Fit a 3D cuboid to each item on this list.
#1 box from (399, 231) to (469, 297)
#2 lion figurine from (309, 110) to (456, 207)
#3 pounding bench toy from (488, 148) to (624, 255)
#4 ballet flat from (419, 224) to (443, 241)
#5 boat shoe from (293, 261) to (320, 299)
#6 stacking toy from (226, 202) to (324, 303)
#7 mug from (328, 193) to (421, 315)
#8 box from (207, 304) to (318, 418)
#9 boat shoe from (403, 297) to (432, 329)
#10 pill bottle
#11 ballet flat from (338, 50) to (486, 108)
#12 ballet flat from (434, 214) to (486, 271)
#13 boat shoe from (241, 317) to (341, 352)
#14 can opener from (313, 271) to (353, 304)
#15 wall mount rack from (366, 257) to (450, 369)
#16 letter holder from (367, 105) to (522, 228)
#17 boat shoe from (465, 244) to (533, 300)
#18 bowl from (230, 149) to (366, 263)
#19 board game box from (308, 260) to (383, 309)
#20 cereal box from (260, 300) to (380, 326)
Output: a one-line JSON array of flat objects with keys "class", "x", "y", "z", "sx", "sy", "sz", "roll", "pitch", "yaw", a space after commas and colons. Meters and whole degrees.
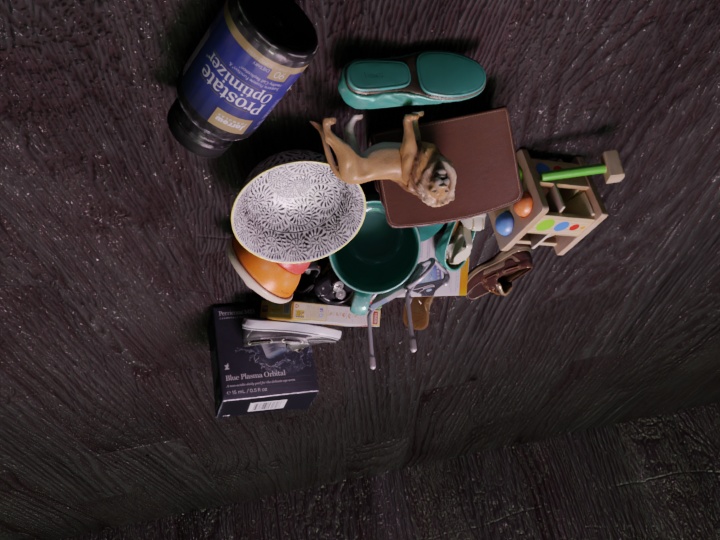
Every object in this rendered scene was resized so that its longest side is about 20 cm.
[{"class": "box", "x": 0.109, "y": -0.012, "z": 1.313, "sx": 0.197, "sy": 0.121, "sz": 0.041, "roll": 0, "pitch": -171, "yaw": -20}, {"class": "lion figurine", "x": 0.030, "y": -0.148, "z": 0.942, "sx": 0.197, "sy": 0.124, "sz": 0.073, "roll": 2, "pitch": -163, "yaw": 11}, {"class": "pounding bench toy", "x": 0.318, "y": -0.134, "z": 1.168, "sx": 0.154, "sy": 0.126, "sz": 0.200, "roll": 3, "pitch": 148, "yaw": -26}, {"class": "ballet flat", "x": 0.121, "y": -0.119, "z": 1.181, "sx": 0.067, "sy": 0.064, "sz": 0.200, "roll": -8, "pitch": 157, "yaw": -15}, {"class": "boat shoe", "x": -0.124, "y": 0.016, "z": 1.315, "sx": 0.073, "sy": 0.064, "sz": 0.202, "roll": -9, "pitch": 158, "yaw": -22}, {"class": "stacking toy", "x": -0.109, "y": -0.057, "z": 1.161, "sx": 0.200, "sy": 0.147, "sz": 0.146, "roll": -42, "pitch": 144, "yaw": 14}, {"class": "mug", "x": 0.012, "y": -0.039, "z": 1.171, "sx": 0.185, "sy": 0.115, "sz": 0.152, "roll": -43, "pitch": 100, "yaw": 11}, {"class": "box", "x": -0.203, "y": 0.181, "z": 1.437, "sx": 0.194, "sy": 0.202, "sz": 0.118, "roll": -3, "pitch": 153, "yaw": -19}, {"class": "boat shoe", "x": 0.128, "y": 0.030, "z": 1.440, "sx": 0.071, "sy": 0.072, "sz": 0.202, "roll": 12, "pitch": 132, "yaw": 11}, {"class": "pill bottle", "x": -0.146, "y": -0.225, "z": 0.820, "sx": 0.111, "sy": 0.113, "sz": 0.200, "roll": 11, "pitch": 143, "yaw": -37}, {"class": "ballet flat", "x": 0.064, "y": -0.247, "z": 0.919, "sx": 0.197, "sy": 0.068, "sz": 0.070, "roll": -6, "pitch": 176, "yaw": -16}, {"class": "ballet flat", "x": 0.185, "y": -0.077, "z": 1.223, "sx": 0.067, "sy": 0.071, "sz": 0.201, "roll": -8, "pitch": 136, "yaw": -25}, {"class": "boat shoe", "x": -0.137, "y": 0.131, "z": 1.382, "sx": 0.197, "sy": 0.057, "sz": 0.069, "roll": 7, "pitch": 178, "yaw": -11}, {"class": "can opener", "x": 0.000, "y": 0.000, "z": 1.319, "sx": 0.199, "sy": 0.079, "sz": 0.064, "roll": -30, "pitch": 115, "yaw": -7}, {"class": "wall mount rack", "x": 0.068, "y": 0.067, "z": 1.177, "sx": 0.075, "sy": 0.174, "sz": 0.200, "roll": 44, "pitch": 142, "yaw": -10}, {"class": "letter holder", "x": 0.121, "y": -0.142, "z": 1.022, "sx": 0.197, "sy": 0.144, "sz": 0.101, "roll": -12, "pitch": -178, "yaw": -2}, {"class": "boat shoe", "x": 0.292, "y": 0.021, "z": 1.493, "sx": 0.072, "sy": 0.073, "sz": 0.200, "roll": 10, "pitch": 144, "yaw": -36}, {"class": "bowl", "x": -0.096, "y": -0.113, "z": 1.046, "sx": 0.198, "sy": 0.095, "sz": 0.202, "roll": -8, "pitch": 140, "yaw": -7}, {"class": "board game box", "x": -0.005, "y": 0.028, "z": 1.406, "sx": 0.199, "sy": 0.024, "sz": 0.105, "roll": 18, "pitch": 120, "yaw": -44}, {"class": "cereal box", "x": -0.079, "y": 0.086, "z": 1.378, "sx": 0.198, "sy": 0.040, "sz": 0.143, "roll": 9, "pitch": 173, "yaw": -31}]
